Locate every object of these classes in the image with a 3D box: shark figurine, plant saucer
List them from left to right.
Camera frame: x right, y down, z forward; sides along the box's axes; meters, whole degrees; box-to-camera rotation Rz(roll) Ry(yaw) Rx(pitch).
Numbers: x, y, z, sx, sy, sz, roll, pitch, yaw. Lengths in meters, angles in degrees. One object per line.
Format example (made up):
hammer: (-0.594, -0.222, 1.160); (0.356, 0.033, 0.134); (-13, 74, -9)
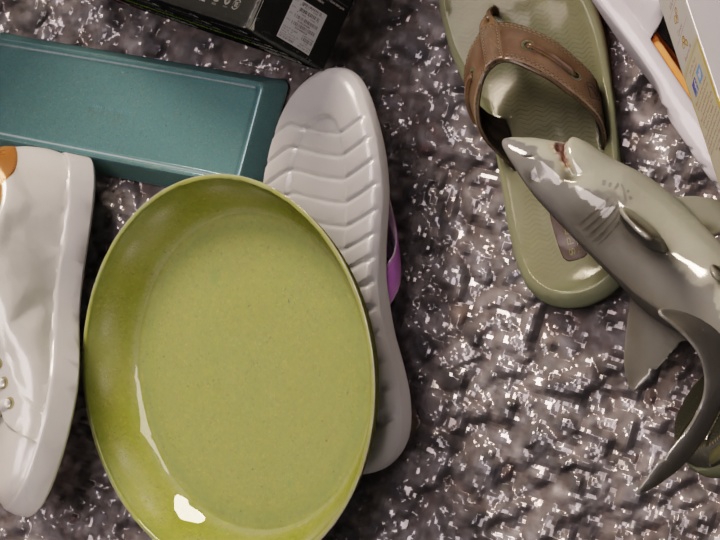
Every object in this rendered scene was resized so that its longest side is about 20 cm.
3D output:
plant saucer: (-0.136, -0.088, 1.191); (0.198, 0.019, 0.071); (12, 83, 28)
plant saucer: (-0.062, 0.052, 1.089); (0.199, 0.031, 0.202); (3, 95, 38)
shark figurine: (0.140, 0.026, 0.967); (0.090, 0.127, 0.215); (-63, 27, 24)

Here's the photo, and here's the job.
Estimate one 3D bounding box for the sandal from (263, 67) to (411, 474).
sandal: (-0.006, 0.000, 1.094); (0.082, 0.050, 0.205); (-6, 87, 40)

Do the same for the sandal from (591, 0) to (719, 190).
sandal: (0.154, -0.120, 1.031); (0.059, 0.079, 0.208); (-35, 74, 13)

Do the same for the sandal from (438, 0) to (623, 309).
sandal: (0.088, -0.081, 1.059); (0.079, 0.057, 0.203); (-23, 69, 19)

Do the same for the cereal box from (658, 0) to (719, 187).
cereal box: (0.209, -0.126, 0.969); (0.142, 0.040, 0.202); (-9, 61, -8)

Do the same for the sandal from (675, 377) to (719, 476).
sandal: (0.231, 0.031, 0.959); (0.200, 0.080, 0.057); (-38, 103, 11)

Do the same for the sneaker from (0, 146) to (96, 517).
sneaker: (-0.194, 0.030, 1.145); (0.073, 0.084, 0.202); (144, 132, -59)

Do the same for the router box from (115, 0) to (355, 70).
router box: (-0.068, -0.203, 1.131); (0.199, 0.062, 0.151); (24, 90, 45)
